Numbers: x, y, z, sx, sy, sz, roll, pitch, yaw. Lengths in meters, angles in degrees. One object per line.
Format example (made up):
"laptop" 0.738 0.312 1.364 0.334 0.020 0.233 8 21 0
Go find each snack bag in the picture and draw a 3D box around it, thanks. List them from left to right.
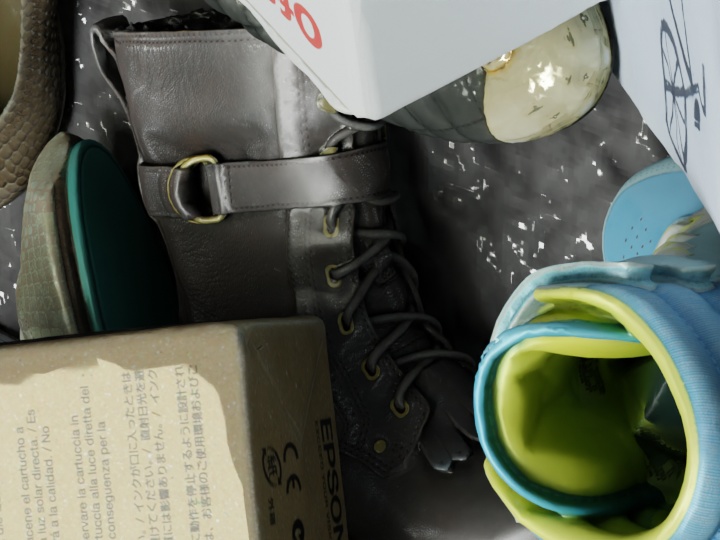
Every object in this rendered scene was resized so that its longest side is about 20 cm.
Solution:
"snack bag" 0.075 -0.114 0.708 0.200 0.021 0.190 -106 9 -69

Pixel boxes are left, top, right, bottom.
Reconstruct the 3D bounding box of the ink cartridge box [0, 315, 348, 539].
"ink cartridge box" -0.085 0.120 0.875 0.164 0.075 0.201 -6 90 21

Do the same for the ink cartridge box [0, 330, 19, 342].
"ink cartridge box" -0.186 0.134 1.051 0.084 0.200 0.177 23 126 34

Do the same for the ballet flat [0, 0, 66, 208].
"ballet flat" -0.121 -0.094 0.981 0.067 0.046 0.201 43 135 20

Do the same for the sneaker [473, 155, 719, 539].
"sneaker" 0.074 0.013 0.740 0.200 0.130 0.080 -132 51 -62

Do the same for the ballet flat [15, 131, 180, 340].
"ballet flat" -0.082 0.055 1.000 0.062 0.067 0.201 -18 98 23

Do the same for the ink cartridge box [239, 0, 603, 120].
"ink cartridge box" -0.012 -0.160 0.738 0.144 0.083 0.201 49 157 39

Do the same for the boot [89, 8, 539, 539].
"boot" 0.000 0.000 0.902 0.199 0.069 0.175 5 106 35

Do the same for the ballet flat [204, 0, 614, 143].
"ballet flat" -0.013 -0.085 0.840 0.199 0.057 0.067 28 103 36
